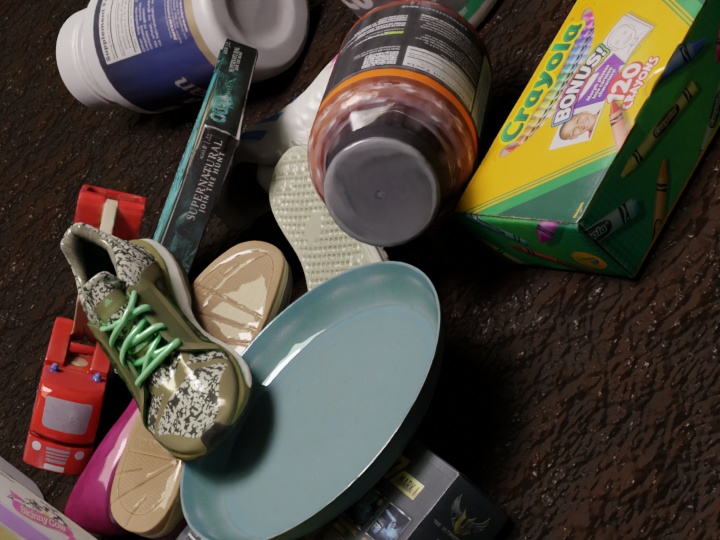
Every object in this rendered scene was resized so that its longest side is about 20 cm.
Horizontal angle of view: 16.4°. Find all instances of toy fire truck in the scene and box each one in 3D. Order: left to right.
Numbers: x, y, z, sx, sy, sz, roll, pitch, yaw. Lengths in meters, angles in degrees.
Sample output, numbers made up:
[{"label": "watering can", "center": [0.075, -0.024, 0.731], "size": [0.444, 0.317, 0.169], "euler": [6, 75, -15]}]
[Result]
[{"label": "toy fire truck", "center": [-0.188, 0.037, 1.708], "size": [0.200, 0.048, 0.142], "euler": [-92, 15, -67]}]

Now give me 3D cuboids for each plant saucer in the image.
[{"label": "plant saucer", "center": [-0.024, 0.082, 1.450], "size": [0.200, 0.027, 0.201], "euler": [-34, 31, 23]}]

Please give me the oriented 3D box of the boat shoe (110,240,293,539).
[{"label": "boat shoe", "center": [-0.092, 0.080, 1.572], "size": [0.072, 0.065, 0.201], "euler": [12, 73, 34]}]

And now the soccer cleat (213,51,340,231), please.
[{"label": "soccer cleat", "center": [-0.025, -0.089, 1.692], "size": [0.200, 0.070, 0.087], "euler": [-34, 22, 37]}]

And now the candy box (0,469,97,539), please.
[{"label": "candy box", "center": [-0.239, 0.233, 1.518], "size": [0.200, 0.168, 0.072], "euler": [-42, 32, 11]}]

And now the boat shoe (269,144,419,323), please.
[{"label": "boat shoe", "center": [0.000, 0.000, 1.572], "size": [0.075, 0.062, 0.201], "euler": [-51, 42, 27]}]

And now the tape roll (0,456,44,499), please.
[{"label": "tape roll", "center": [-0.311, 0.210, 1.731], "size": [0.202, 0.071, 0.203], "euler": [-32, 35, 26]}]

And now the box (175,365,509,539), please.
[{"label": "box", "center": [-0.020, 0.156, 1.436], "size": [0.158, 0.051, 0.200], "euler": [-52, 30, -4]}]

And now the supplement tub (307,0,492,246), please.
[{"label": "supplement tub", "center": [0.024, -0.088, 1.549], "size": [0.107, 0.107, 0.200], "euler": [-35, 17, 22]}]

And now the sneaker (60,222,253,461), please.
[{"label": "sneaker", "center": [-0.136, 0.040, 1.517], "size": [0.077, 0.088, 0.200], "euler": [-47, 43, 9]}]

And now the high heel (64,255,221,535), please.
[{"label": "high heel", "center": [-0.136, 0.079, 1.648], "size": [0.096, 0.067, 0.201], "euler": [-2, 57, 38]}]

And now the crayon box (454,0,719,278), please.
[{"label": "crayon box", "center": [0.154, -0.096, 1.482], "size": [0.118, 0.058, 0.201], "euler": [7, 62, 55]}]

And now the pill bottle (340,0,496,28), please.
[{"label": "pill bottle", "center": [0.003, -0.246, 1.704], "size": [0.113, 0.200, 0.114], "euler": [-32, 34, 26]}]

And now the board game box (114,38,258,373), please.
[{"label": "board game box", "center": [-0.118, -0.041, 1.687], "size": [0.136, 0.028, 0.201], "euler": [-84, 14, -61]}]

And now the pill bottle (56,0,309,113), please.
[{"label": "pill bottle", "center": [-0.142, -0.182, 1.906], "size": [0.199, 0.111, 0.112], "euler": [-13, 46, 46]}]
